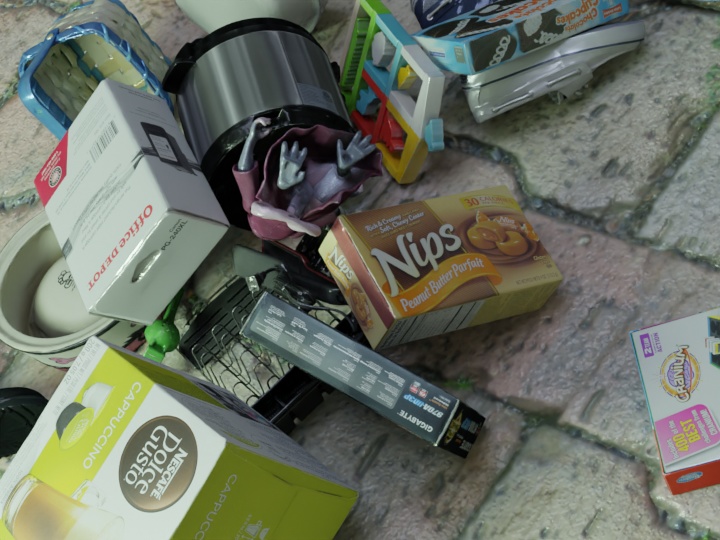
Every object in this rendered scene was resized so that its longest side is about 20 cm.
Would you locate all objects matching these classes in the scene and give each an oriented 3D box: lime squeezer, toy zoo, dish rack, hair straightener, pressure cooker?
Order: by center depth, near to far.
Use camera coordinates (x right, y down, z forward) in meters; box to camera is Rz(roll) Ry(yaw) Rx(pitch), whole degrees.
[{"bbox_3d":[-0.069,0.018,1.553,0.077,0.041,0.200,-15,30,-31],"label":"hair straightener"},{"bbox_3d":[-0.093,0.068,1.623,0.153,0.055,0.200,-42,50,-11],"label":"dish rack"},{"bbox_3d":[-0.217,0.090,1.655,0.071,0.038,0.201,-17,44,53],"label":"lime squeezer"},{"bbox_3d":[0.033,-0.183,1.710,0.020,0.132,0.200,-6,42,-28],"label":"toy zoo"},{"bbox_3d":[-0.099,-0.163,1.716,0.178,0.176,0.201,-23,53,4],"label":"pressure cooker"}]

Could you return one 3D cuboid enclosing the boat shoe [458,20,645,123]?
[{"bbox_3d":[0.200,-0.203,1.686,0.199,0.066,0.074,-17,12,-3],"label":"boat shoe"}]

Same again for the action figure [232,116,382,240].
[{"bbox_3d":[-0.058,-0.062,1.553,0.200,0.134,0.149,-39,31,59],"label":"action figure"}]

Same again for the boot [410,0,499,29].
[{"bbox_3d":[0.156,-0.301,1.783,0.199,0.073,0.091,-27,57,13],"label":"boot"}]

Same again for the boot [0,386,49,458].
[{"bbox_3d":[-0.417,0.128,1.716,0.198,0.073,0.163,-24,46,7],"label":"boot"}]

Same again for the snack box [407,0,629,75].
[{"bbox_3d":[0.162,-0.252,1.686,0.199,0.037,0.116,-24,22,-22],"label":"snack box"}]

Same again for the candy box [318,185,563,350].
[{"bbox_3d":[0.075,-0.006,1.513,0.199,0.055,0.116,-12,60,-33],"label":"candy box"}]

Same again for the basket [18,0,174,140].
[{"bbox_3d":[-0.290,-0.192,1.823,0.139,0.177,0.200,-24,33,23],"label":"basket"}]

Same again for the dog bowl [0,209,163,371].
[{"bbox_3d":[-0.290,0.019,1.734,0.199,0.074,0.201,-12,52,16],"label":"dog bowl"}]

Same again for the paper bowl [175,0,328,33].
[{"bbox_3d":[-0.133,-0.329,1.838,0.200,0.201,0.105,8,60,29],"label":"paper bowl"}]

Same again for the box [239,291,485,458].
[{"bbox_3d":[0.006,0.094,1.451,0.199,0.159,0.046,28,86,15],"label":"box"}]

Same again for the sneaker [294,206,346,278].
[{"bbox_3d":[0.000,0.000,1.623,0.079,0.089,0.200,-53,32,7],"label":"sneaker"}]

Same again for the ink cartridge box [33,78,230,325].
[{"bbox_3d":[-0.229,-0.066,1.630,0.145,0.083,0.200,-49,49,24],"label":"ink cartridge box"}]

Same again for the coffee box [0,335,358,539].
[{"bbox_3d":[-0.165,0.207,1.425,0.198,0.200,0.200,32,91,38],"label":"coffee box"}]

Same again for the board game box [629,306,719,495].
[{"bbox_3d":[0.344,0.095,1.414,0.199,0.040,0.153,-16,51,13],"label":"board game box"}]
